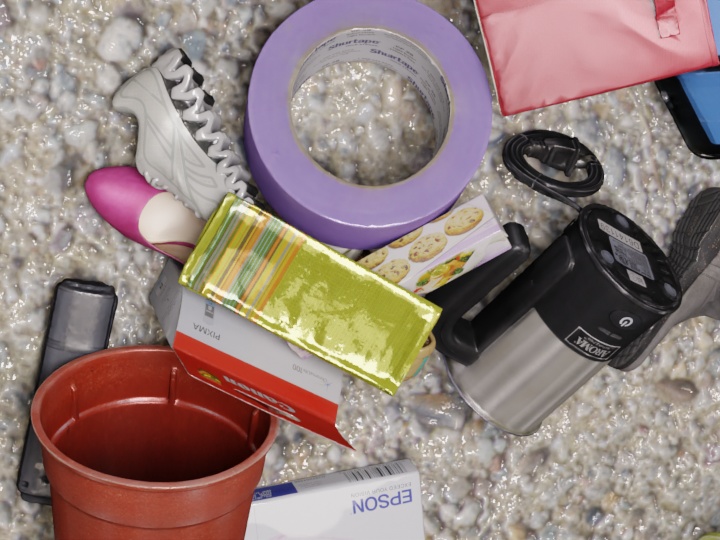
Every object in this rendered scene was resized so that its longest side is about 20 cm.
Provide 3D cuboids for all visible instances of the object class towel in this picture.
[{"bbox_3d":[-0.041,0.020,1.423,0.200,0.018,0.086,28,102,-6],"label":"towel"}]

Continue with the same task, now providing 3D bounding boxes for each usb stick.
[{"bbox_3d":[-0.251,0.104,1.519,0.055,0.033,0.201,10,101,-19],"label":"usb stick"}]

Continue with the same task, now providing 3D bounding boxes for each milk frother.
[{"bbox_3d":[0.156,0.003,1.571,0.180,0.200,0.188,36,122,-16],"label":"milk frother"}]

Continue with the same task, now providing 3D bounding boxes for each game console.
[{"bbox_3d":[0.366,-0.200,1.581,0.199,0.116,0.176,-5,105,-16],"label":"game console"}]

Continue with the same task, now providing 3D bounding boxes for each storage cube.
[{"bbox_3d":[0.182,-0.245,1.462,0.179,0.200,0.171,-13,109,7],"label":"storage cube"}]

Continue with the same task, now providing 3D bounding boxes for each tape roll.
[{"bbox_3d":[0.004,-0.123,1.466,0.199,0.085,0.201,1,77,-6],"label":"tape roll"}]

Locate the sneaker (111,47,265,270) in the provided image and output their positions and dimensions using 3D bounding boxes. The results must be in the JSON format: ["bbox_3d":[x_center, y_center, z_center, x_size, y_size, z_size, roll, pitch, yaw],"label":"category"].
[{"bbox_3d":[-0.136,-0.081,1.465,0.081,0.075,0.200,-27,80,1],"label":"sneaker"}]

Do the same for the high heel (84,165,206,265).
[{"bbox_3d":[-0.136,-0.026,1.486,0.200,0.096,0.067,33,93,-21],"label":"high heel"}]

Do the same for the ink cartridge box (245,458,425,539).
[{"bbox_3d":[-0.035,0.286,1.627,0.196,0.043,0.201,-10,105,-14],"label":"ink cartridge box"}]

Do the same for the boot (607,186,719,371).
[{"bbox_3d":[0.327,0.034,1.658,0.132,0.070,0.200,34,97,-26],"label":"boot"}]

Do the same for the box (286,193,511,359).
[{"bbox_3d":[0.026,0.006,1.455,0.200,0.042,0.039,-28,151,7],"label":"box"}]

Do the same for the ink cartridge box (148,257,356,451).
[{"bbox_3d":[-0.083,0.066,1.469,0.160,0.200,0.047,27,98,-21],"label":"ink cartridge box"}]

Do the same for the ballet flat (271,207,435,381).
[{"bbox_3d":[0.000,0.000,1.515,0.069,0.063,0.200,-31,84,-41],"label":"ballet flat"}]

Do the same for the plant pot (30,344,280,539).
[{"bbox_3d":[-0.173,0.197,1.479,0.200,0.201,0.196,-3,121,-16],"label":"plant pot"}]

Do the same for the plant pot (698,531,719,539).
[{"bbox_3d":[0.456,0.268,1.703,0.184,0.200,0.201,-42,112,-16],"label":"plant pot"}]
